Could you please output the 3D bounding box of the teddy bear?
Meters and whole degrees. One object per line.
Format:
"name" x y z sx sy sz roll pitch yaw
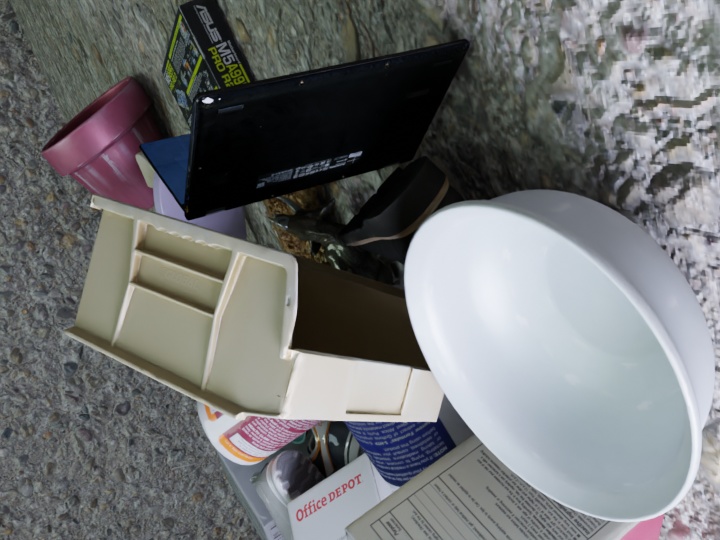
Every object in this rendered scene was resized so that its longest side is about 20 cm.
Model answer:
"teddy bear" -0.069 -0.067 0.840 0.145 0.066 0.203 52 165 48

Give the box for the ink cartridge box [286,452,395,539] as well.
"ink cartridge box" 0.038 0.305 0.771 0.146 0.144 0.204 -40 54 36

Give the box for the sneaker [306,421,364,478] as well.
"sneaker" -0.022 0.233 0.917 0.078 0.079 0.204 16 132 19

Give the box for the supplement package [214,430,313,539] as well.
"supplement package" -0.076 0.270 1.063 0.156 0.197 0.113 43 153 40

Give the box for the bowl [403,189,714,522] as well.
"bowl" 0.123 0.033 0.441 0.200 0.090 0.204 40 147 31

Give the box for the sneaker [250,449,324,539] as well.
"sneaker" -0.050 0.295 0.885 0.081 0.075 0.202 -26 100 43

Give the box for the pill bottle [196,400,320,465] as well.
"pill bottle" -0.072 0.114 0.821 0.114 0.198 0.115 42 -154 -27

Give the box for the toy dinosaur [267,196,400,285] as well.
"toy dinosaur" 0.000 0.000 0.753 0.201 0.077 0.103 50 -179 -36

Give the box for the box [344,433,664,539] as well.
"box" 0.105 0.206 0.558 0.128 0.197 0.111 41 151 42

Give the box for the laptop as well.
"laptop" -0.054 -0.121 0.549 0.118 0.184 0.201 64 155 18

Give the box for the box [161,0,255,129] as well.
"box" -0.176 -0.211 0.922 0.163 0.044 0.199 64 159 -2

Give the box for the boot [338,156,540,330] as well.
"boot" 0.059 -0.008 0.598 0.138 0.078 0.200 43 179 -9

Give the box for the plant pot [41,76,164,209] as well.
"plant pot" -0.411 -0.197 1.312 0.180 0.200 0.199 53 164 -26

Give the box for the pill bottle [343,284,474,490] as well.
"pill bottle" 0.050 0.127 0.688 0.202 0.119 0.119 58 161 -23

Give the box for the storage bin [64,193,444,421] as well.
"storage bin" -0.059 0.034 0.526 0.195 0.096 0.199 16 179 34

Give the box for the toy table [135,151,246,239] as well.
"toy table" -0.257 -0.082 1.111 0.115 0.182 0.205 6 112 46

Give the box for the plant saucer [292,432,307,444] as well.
"plant saucer" -0.120 0.129 0.988 0.199 0.036 0.203 40 149 31
